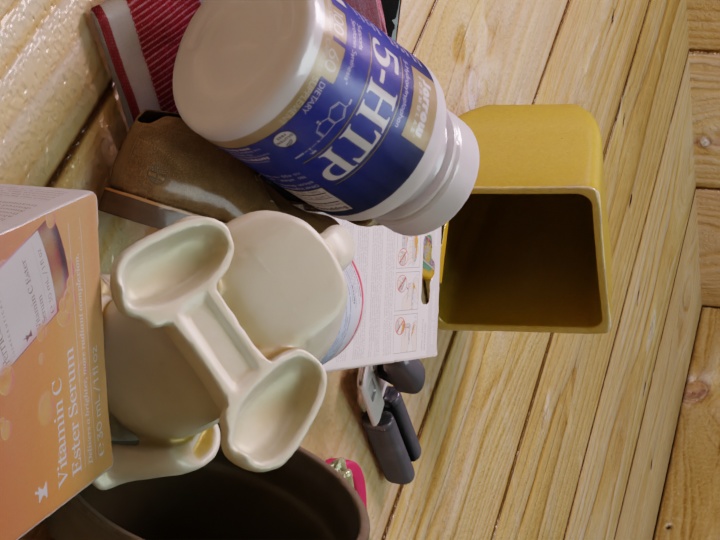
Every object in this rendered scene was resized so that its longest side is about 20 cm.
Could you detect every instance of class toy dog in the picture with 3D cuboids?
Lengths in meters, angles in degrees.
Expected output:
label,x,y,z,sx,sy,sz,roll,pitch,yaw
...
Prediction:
label,x,y,z,sx,sy,sz,roll,pitch,yaw
toy dog,-0.110,0.037,0.963,0.140,0.199,0.194,47,52,-14

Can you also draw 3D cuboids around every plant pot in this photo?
label,x,y,z,sx,sy,sz,roll,pitch,yaw
plant pot,-0.110,0.207,1.020,0.200,0.198,0.175,-32,140,-66
plant pot,0.175,-0.072,1.747,0.201,0.192,0.197,-72,157,-47

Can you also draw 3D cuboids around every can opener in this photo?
label,x,y,z,sx,sy,sz,roll,pitch,yaw
can opener,0.038,0.139,1.570,0.201,0.066,0.054,69,32,-50

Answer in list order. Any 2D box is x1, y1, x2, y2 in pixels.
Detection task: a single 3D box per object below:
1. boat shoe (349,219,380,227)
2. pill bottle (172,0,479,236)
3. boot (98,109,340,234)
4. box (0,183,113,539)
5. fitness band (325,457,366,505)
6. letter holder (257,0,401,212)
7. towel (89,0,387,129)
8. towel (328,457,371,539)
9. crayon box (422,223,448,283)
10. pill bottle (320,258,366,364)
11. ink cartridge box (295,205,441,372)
label,x,y,z,sx,sy,sz,roll,pitch,yaw
boat shoe,0.008,-0.093,1.287,0.200,0.066,0.075,-114,-140,-56
pill bottle,-0.014,-0.102,1.064,0.199,0.119,0.121,30,64,-44
boot,-0.078,-0.053,1.090,0.199,0.073,0.076,15,91,-45
box,-0.212,0.053,0.777,0.200,0.105,0.154,-39,131,-65
fitness band,-0.034,0.266,1.447,0.144,0.037,0.202,38,59,-70
letter holder,-0.047,-0.149,1.220,0.142,0.100,0.202,-173,-89,-67
towel,-0.071,-0.157,1.083,0.199,0.023,0.145,-32,134,-18
towel,-0.047,0.263,1.329,0.200,0.036,0.150,-46,128,-46
crayon box,0.033,-0.062,1.533,0.200,0.051,0.127,21,75,-69
pill bottle,-0.076,0.033,1.158,0.200,0.108,0.110,-24,117,-68
ink cartridge box,0.000,0.000,1.398,0.199,0.050,0.163,-4,98,-58
